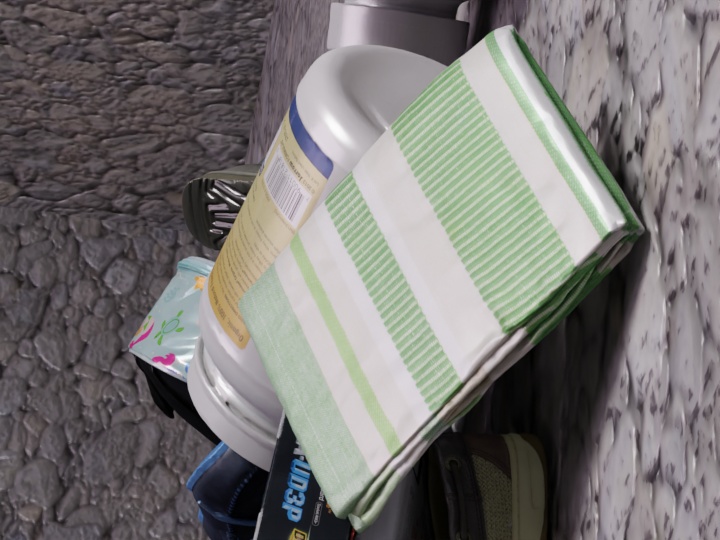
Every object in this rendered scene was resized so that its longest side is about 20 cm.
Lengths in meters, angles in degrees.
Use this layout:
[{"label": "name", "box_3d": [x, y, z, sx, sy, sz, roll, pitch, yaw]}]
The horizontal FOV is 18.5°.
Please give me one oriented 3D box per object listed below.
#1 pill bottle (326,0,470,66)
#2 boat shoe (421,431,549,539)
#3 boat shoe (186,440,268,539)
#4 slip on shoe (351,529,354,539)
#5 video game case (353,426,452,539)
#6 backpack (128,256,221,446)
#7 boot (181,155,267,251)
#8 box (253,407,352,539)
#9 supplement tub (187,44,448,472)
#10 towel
[{"label": "pill bottle", "box_3d": [0.035, -0.236, 1.425, 0.110, 0.108, 0.202, -133, 51, -81]}, {"label": "boat shoe", "box_3d": [0.050, 0.171, 1.036, 0.072, 0.065, 0.203, 111, 165, -64]}, {"label": "boat shoe", "box_3d": [-0.050, 0.130, 1.279, 0.084, 0.069, 0.200, -42, -13, -9]}, {"label": "slip on shoe", "box_3d": [0.020, 0.083, 1.297, 0.074, 0.061, 0.202, 26, -105, -63]}, {"label": "video game case", "box_3d": [0.024, 0.167, 1.101, 0.183, 0.022, 0.201, 71, -155, -53]}, {"label": "backpack", "box_3d": [-0.044, 0.063, 1.406, 0.152, 0.199, 0.178, -63, 4, -5]}, {"label": "boot", "box_3d": [0.008, -0.064, 1.383, 0.199, 0.181, 0.073, -28, -54, -47]}, {"label": "box", "box_3d": [-0.035, 0.167, 1.097, 0.160, 0.046, 0.201, -78, -1, -47]}, {"label": "supplement tub", "box_3d": [0.000, 0.000, 1.162, 0.145, 0.143, 0.201, -93, 27, -57]}, {"label": "towel", "box_3d": [0.031, 0.001, 1.008, 0.200, 0.023, 0.153, -48, 47, 24]}]
